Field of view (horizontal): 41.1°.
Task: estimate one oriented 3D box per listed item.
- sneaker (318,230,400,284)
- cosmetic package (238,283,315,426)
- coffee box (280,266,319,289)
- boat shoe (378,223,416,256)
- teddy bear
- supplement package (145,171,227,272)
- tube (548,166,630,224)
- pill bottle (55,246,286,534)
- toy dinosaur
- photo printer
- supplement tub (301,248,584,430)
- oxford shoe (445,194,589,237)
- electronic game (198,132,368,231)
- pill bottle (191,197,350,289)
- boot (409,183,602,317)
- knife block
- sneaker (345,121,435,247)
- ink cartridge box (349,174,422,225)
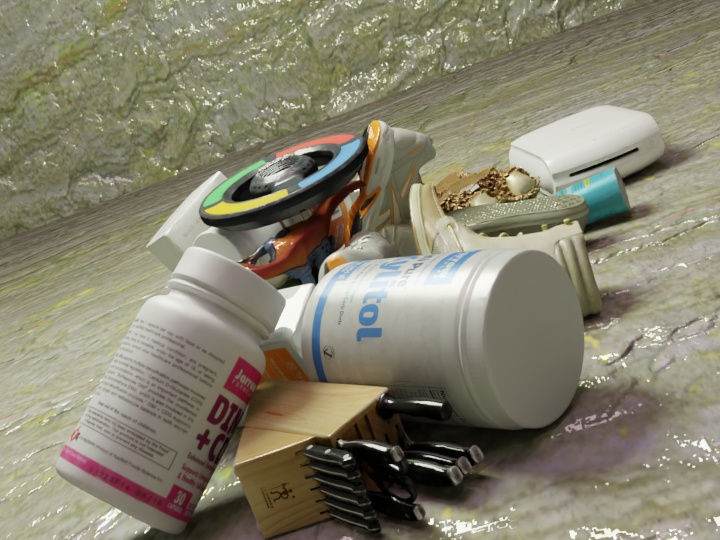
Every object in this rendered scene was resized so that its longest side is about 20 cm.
[{"bbox_3d":[0.000,0.000,0.936,0.075,0.093,0.200,-23,-18,12],"label":"sneaker"},{"bbox_3d":[-0.109,0.086,0.894,0.197,0.102,0.072,-12,38,32],"label":"cosmetic package"},{"bbox_3d":[-0.102,0.001,1.306,0.121,0.045,0.200,-20,16,6],"label":"coffee box"},{"bbox_3d":[0.095,-0.004,1.018,0.065,0.073,0.199,22,-4,-44],"label":"boat shoe"},{"bbox_3d":[0.150,-0.083,1.196,0.145,0.067,0.199,-43,16,-27],"label":"teddy bear"},{"bbox_3d":[-0.211,-0.045,1.346,0.117,0.117,0.200,-52,13,-16],"label":"supplement package"},{"bbox_3d":[0.208,-0.057,1.104,0.197,0.051,0.077,-22,3,22],"label":"tube"},{"bbox_3d":[-0.144,0.092,0.761,0.113,0.113,0.202,3,63,56],"label":"pill bottle"},{"bbox_3d":[-0.078,-0.025,0.959,0.103,0.203,0.182,18,-4,7],"label":"toy dinosaur"},{"bbox_3d":[0.296,-0.158,1.265,0.164,0.070,0.200,-21,15,0],"label":"photo printer"},{"bbox_3d":[0.059,0.053,0.753,0.198,0.134,0.131,-6,21,46],"label":"supplement tub"},{"bbox_3d":[0.155,-0.041,1.057,0.196,0.059,0.075,-5,23,24],"label":"oxford shoe"},{"bbox_3d":[-0.083,-0.099,1.038,0.197,0.042,0.201,-21,21,8],"label":"electronic game"},{"bbox_3d":[-0.106,-0.040,1.145,0.111,0.114,0.199,-8,16,38],"label":"pill bottle"},{"bbox_3d":[0.131,-0.020,0.904,0.152,0.073,0.202,-18,50,4],"label":"boot"},{"bbox_3d":[-0.002,0.125,0.721,0.173,0.065,0.200,-19,15,5],"label":"knife block"},{"bbox_3d":[0.038,-0.068,1.112,0.090,0.203,0.076,4,29,-14],"label":"sneaker"},{"bbox_3d":[0.047,-0.083,1.256,0.066,0.118,0.200,-17,15,13],"label":"ink cartridge box"}]
